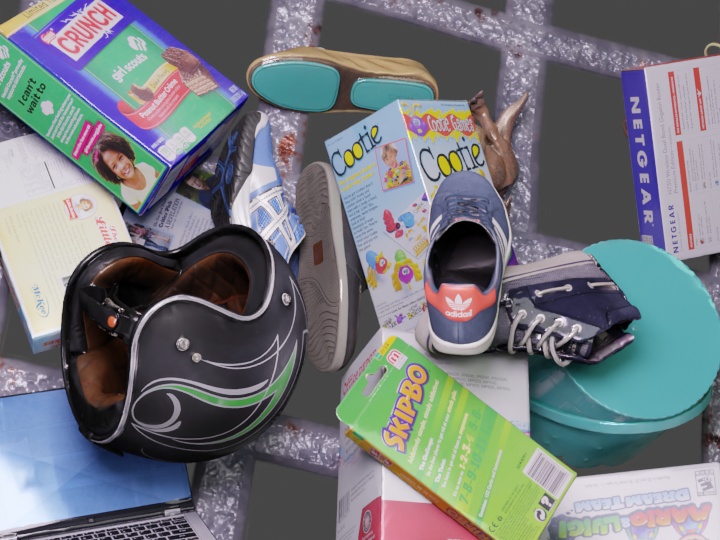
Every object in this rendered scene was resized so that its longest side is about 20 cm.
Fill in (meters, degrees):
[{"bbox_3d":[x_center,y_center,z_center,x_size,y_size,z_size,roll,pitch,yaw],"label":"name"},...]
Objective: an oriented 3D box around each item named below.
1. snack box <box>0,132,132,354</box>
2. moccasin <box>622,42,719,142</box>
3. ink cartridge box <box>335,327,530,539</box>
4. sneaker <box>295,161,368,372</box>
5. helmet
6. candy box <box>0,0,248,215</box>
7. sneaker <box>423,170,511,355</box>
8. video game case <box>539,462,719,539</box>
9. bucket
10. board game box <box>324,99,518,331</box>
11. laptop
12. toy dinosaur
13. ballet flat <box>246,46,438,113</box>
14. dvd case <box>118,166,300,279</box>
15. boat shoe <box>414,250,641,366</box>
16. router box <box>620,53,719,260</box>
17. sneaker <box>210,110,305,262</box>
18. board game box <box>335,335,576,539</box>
[{"bbox_3d":[-0.274,-0.033,1.461,0.116,0.037,0.201,-17,68,-18],"label":"snack box"},{"bbox_3d":[0.370,-0.193,1.713,0.200,0.078,0.074,-21,76,-23],"label":"moccasin"},{"bbox_3d":[0.064,0.171,1.432,0.144,0.145,0.201,7,67,-14],"label":"ink cartridge box"},{"bbox_3d":[0.000,0.000,1.519,0.106,0.075,0.201,10,72,-37],"label":"sneaker"},{"bbox_3d":[-0.139,0.062,1.358,0.190,0.200,0.201,-3,68,-34],"label":"helmet"},{"bbox_3d":[-0.228,-0.169,1.490,0.200,0.077,0.169,37,36,1],"label":"candy box"},{"bbox_3d":[0.089,-0.028,1.332,0.074,0.085,0.201,-2,45,4],"label":"sneaker"},{"bbox_3d":[0.236,0.270,1.449,0.199,0.024,0.183,-8,60,13],"label":"video game case"},{"bbox_3d":[0.237,0.077,1.530,0.206,0.135,0.209,5,68,-13],"label":"bucket"},{"bbox_3d":[0.061,-0.045,1.480,0.103,0.105,0.201,-6,76,-47],"label":"board game box"},{"bbox_3d":[-0.227,0.181,1.362,0.186,0.200,0.117,-7,104,-19],"label":"laptop"},{"bbox_3d":[0.123,-0.094,1.601,0.136,0.086,0.200,50,46,-5],"label":"toy dinosaur"},{"bbox_3d":[-0.020,-0.192,1.615,0.199,0.069,0.063,7,38,-17],"label":"ballet flat"},{"bbox_3d":[-0.137,-0.019,1.522,0.199,0.018,0.143,22,64,-8],"label":"dvd case"},{"bbox_3d":[0.150,0.046,1.379,0.199,0.075,0.093,-19,47,-28],"label":"boat shoe"},{"bbox_3d":[0.367,-0.122,1.654,0.178,0.049,0.201,-10,97,-21],"label":"router box"},{"bbox_3d":[-0.095,-0.050,1.504,0.077,0.076,0.201,6,76,-22],"label":"sneaker"},{"bbox_3d":[0.078,0.149,1.349,0.200,0.030,0.096,39,62,-2],"label":"board game box"}]
